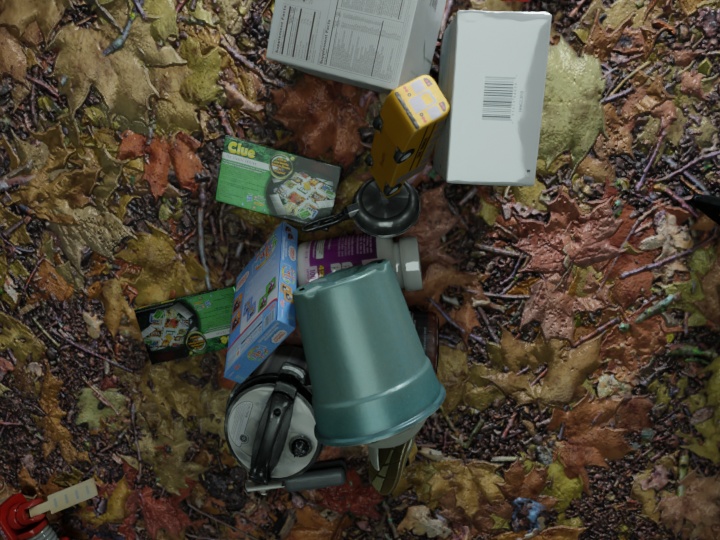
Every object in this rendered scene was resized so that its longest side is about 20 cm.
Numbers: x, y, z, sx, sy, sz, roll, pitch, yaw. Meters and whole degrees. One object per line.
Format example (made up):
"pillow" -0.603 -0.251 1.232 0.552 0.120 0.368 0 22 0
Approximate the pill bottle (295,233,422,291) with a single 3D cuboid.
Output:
"pill bottle" 0.000 0.000 0.915 0.193 0.113 0.116 -8 103 8

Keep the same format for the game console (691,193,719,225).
"game console" 0.598 -0.082 0.792 0.174 0.200 0.118 35 104 -3

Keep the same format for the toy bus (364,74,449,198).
"toy bus" 0.059 -0.177 0.797 0.077 0.201 0.066 -30 79 -13

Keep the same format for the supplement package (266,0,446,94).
"supplement package" -0.002 -0.339 0.793 0.194 0.151 0.156 18 105 16

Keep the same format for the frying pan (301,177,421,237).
"frying pan" 0.004 -0.109 0.902 0.183 0.031 0.118 6 61 8

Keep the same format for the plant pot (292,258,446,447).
"plant pot" 0.001 0.102 0.796 0.194 0.200 0.203 -15 97 9

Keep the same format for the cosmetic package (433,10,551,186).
"cosmetic package" 0.170 -0.232 0.797 0.118 0.200 0.207 3 104 3

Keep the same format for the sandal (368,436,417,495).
"sandal" 0.073 0.302 1.008 0.053 0.080 0.206 14 98 -35

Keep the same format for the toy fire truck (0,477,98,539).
"toy fire truck" -0.597 0.498 1.100 0.195 0.129 0.180 -22 101 20

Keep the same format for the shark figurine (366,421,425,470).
"shark figurine" 0.041 0.260 0.942 0.210 0.088 0.133 -22 72 33

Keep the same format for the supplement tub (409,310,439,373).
"supplement tub" 0.031 0.117 0.944 0.192 0.107 0.111 3 104 5

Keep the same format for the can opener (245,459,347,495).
"can opener" -0.121 0.369 1.045 0.192 0.053 0.069 -5 102 6

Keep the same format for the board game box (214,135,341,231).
"board game box" -0.134 -0.141 0.932 0.193 0.024 0.108 16 105 1

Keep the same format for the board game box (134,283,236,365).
"board game box" -0.293 0.096 1.012 0.193 0.023 0.108 -12 100 9

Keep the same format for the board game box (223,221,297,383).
"board game box" -0.151 0.045 0.881 0.036 0.204 0.151 26 127 -28

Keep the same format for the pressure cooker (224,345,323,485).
"pressure cooker" -0.128 0.233 0.938 0.174 0.200 0.180 -22 102 11
